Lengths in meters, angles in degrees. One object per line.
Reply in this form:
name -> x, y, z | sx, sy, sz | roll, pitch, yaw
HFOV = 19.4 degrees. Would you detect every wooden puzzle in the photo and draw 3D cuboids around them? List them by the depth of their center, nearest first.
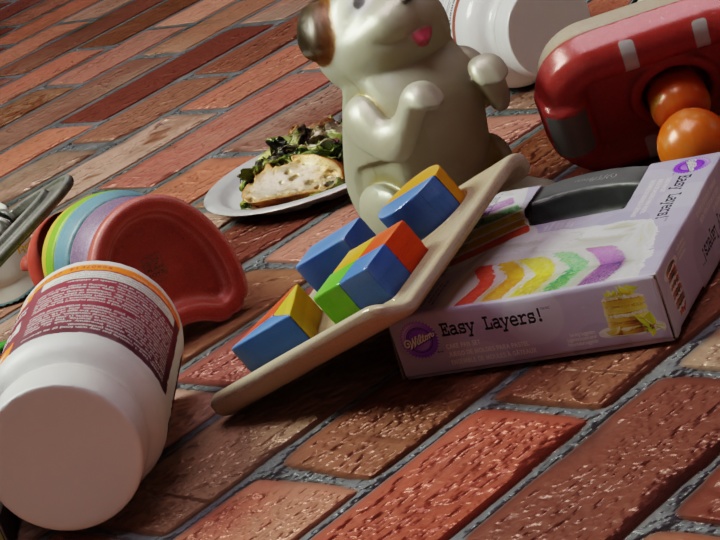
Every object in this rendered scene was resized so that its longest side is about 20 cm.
wooden puzzle -> 0.000, 0.000, 1.361 | 0.185, 0.046, 0.200 | -31, 11, 43

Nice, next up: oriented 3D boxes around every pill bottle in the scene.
pill bottle -> -0.175, 0.077, 1.326 | 0.114, 0.114, 0.200 | -18, 18, 6
pill bottle -> 0.116, -0.220, 1.868 | 0.112, 0.112, 0.200 | -27, 20, -20

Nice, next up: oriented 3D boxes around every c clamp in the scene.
c clamp -> -0.308, -0.002, 1.651 | 0.200, 0.027, 0.171 | -49, 13, -30

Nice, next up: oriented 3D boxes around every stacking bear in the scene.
stacking bear -> -0.192, -0.005, 1.597 | 0.121, 0.114, 0.200 | -29, 16, -25

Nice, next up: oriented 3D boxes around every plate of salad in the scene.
plate of salad -> -0.042, -0.098, 1.790 | 0.200, 0.048, 0.200 | -19, 18, 6

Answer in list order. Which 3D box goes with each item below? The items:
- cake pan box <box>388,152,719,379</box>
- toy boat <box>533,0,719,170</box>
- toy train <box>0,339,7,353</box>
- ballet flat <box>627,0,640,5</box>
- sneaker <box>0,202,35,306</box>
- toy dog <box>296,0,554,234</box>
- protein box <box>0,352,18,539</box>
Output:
cake pan box -> 0.134, -0.006, 1.347 | 0.184, 0.052, 0.200 | -7, 22, 27
toy boat -> 0.229, -0.117, 1.496 | 0.200, 0.131, 0.131 | -18, 49, 8
toy train -> -0.304, 0.076, 1.585 | 0.200, 0.042, 0.056 | -11, 10, 27
ballet flat -> 0.251, -0.189, 1.712 | 0.073, 0.073, 0.200 | -19, 19, 4
sneaker -> -0.371, 0.004, 1.786 | 0.200, 0.081, 0.077 | -20, 20, 5
toy dog -> 0.037, -0.127, 1.547 | 0.139, 0.200, 0.194 | -25, 19, -16
protein box -> -0.329, 0.115, 1.345 | 0.198, 0.135, 0.200 | -19, 18, 1
